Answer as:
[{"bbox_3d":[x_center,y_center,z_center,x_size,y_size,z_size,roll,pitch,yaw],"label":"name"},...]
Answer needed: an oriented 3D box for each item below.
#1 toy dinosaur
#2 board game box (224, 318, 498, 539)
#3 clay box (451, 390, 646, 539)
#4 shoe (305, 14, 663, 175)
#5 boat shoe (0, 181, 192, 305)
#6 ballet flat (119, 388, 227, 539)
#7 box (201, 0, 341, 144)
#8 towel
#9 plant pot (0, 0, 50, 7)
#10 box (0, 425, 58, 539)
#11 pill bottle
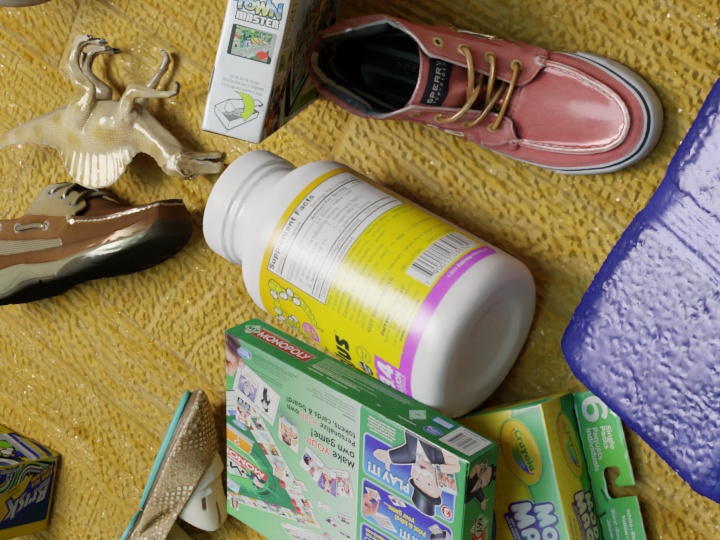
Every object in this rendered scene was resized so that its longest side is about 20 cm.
[{"bbox_3d":[-0.187,-0.108,1.154,0.199,0.058,0.102,8,88,26],"label":"toy dinosaur"},{"bbox_3d":[-0.006,0.125,0.995,0.199,0.029,0.135,26,126,38],"label":"board game box"},{"bbox_3d":[0.070,0.143,1.010,0.199,0.047,0.116,-15,87,37],"label":"clay box"},{"bbox_3d":[0.067,-0.100,0.960,0.199,0.091,0.072,19,104,29],"label":"shoe"},{"bbox_3d":[-0.206,-0.027,1.177,0.199,0.075,0.074,-15,83,35],"label":"boat shoe"},{"bbox_3d":[-0.128,0.173,1.156,0.065,0.071,0.201,27,115,1],"label":"ballet flat"},{"bbox_3d":[-0.044,-0.144,0.977,0.034,0.200,0.111,15,105,4],"label":"box"},{"bbox_3d":[0.207,0.010,0.906,0.148,0.049,0.201,46,119,31],"label":"towel"},{"bbox_3d":[-0.232,-0.281,1.120,0.200,0.199,0.174,44,135,24],"label":"plant pot"},{"bbox_3d":[-0.326,0.139,1.278,0.199,0.070,0.065,21,105,32],"label":"box"},{"bbox_3d":[0.000,0.000,1.013,0.199,0.104,0.105,30,111,30],"label":"pill bottle"}]
